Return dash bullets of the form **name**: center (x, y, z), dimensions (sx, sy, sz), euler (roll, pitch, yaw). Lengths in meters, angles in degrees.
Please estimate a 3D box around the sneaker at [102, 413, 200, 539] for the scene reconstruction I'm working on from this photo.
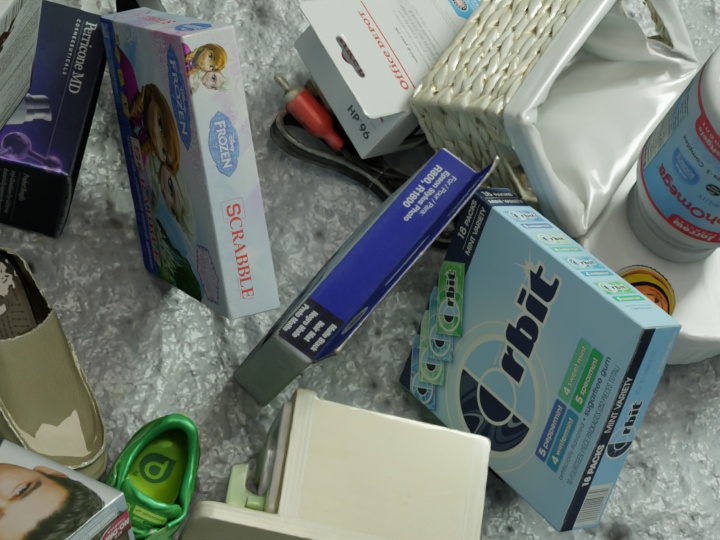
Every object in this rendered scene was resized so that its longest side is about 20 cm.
- **sneaker**: center (-0.168, 0.185, 1.403), dimensions (0.074, 0.084, 0.201), euler (21, 64, -4)

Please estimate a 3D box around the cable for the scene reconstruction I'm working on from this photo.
- **cable**: center (0.006, -0.092, 1.595), dimensions (0.097, 0.050, 0.200), euler (-36, 78, -32)

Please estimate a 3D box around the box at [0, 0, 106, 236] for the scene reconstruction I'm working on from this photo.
- **box**: center (-0.301, -0.132, 1.505), dimensions (0.199, 0.104, 0.149), euler (13, 63, -8)

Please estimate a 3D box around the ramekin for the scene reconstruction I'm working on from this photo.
- **ramekin**: center (0.252, -0.017, 1.602), dimensions (0.201, 0.094, 0.203), euler (6, 64, -12)

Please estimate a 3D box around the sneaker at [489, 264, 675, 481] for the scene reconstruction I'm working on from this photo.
- **sneaker**: center (0.157, 0.082, 1.486), dimensions (0.070, 0.090, 0.200), euler (40, 102, 2)

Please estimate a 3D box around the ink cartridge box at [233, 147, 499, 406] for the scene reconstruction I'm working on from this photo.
- **ink cartridge box**: center (0.000, 0.000, 1.458), dimensions (0.041, 0.200, 0.200), euler (42, 67, -3)

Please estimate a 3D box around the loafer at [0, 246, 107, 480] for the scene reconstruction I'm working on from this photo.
- **loafer**: center (-0.244, 0.067, 1.447), dimensions (0.075, 0.068, 0.200), euler (-25, 74, -23)

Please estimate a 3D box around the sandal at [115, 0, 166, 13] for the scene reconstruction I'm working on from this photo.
- **sandal**: center (-0.149, -0.140, 1.570), dimensions (0.043, 0.076, 0.200), euler (-22, 63, -24)

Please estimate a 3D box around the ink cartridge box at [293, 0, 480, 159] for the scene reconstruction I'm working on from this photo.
- **ink cartridge box**: center (0.029, -0.161, 1.585), dimensions (0.200, 0.068, 0.116), euler (-15, 68, -46)

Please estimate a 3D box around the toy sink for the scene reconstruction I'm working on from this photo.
- **toy sink**: center (-0.022, 0.163, 1.427), dimensions (0.199, 0.130, 0.112), euler (12, 63, -8)

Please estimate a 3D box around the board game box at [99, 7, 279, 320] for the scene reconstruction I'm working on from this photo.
- **board game box**: center (-0.125, -0.082, 1.430), dimensions (0.041, 0.199, 0.201), euler (-15, 105, -21)

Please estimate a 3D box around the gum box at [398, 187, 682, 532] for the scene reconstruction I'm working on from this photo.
- **gum box**: center (0.125, 0.061, 1.447), dimensions (0.044, 0.171, 0.200), euler (-2, 31, -40)

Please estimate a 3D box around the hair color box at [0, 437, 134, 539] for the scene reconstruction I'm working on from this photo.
- **hair color box**: center (-0.257, 0.166, 1.337), dimensions (0.199, 0.061, 0.099), euler (19, 42, 33)

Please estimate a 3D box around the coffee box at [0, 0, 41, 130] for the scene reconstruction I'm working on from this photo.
- **coffee box**: center (-0.284, -0.168, 1.354), dimensions (0.113, 0.200, 0.080), euler (31, 66, 0)

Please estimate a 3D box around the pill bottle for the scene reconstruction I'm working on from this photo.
- **pill bottle**: center (0.269, -0.084, 1.470), dimensions (0.108, 0.200, 0.109), euler (6, 64, -12)

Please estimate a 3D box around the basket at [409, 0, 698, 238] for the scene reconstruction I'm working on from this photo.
- **basket**: center (0.149, -0.145, 1.538), dimensions (0.123, 0.136, 0.200), euler (14, 56, 41)
